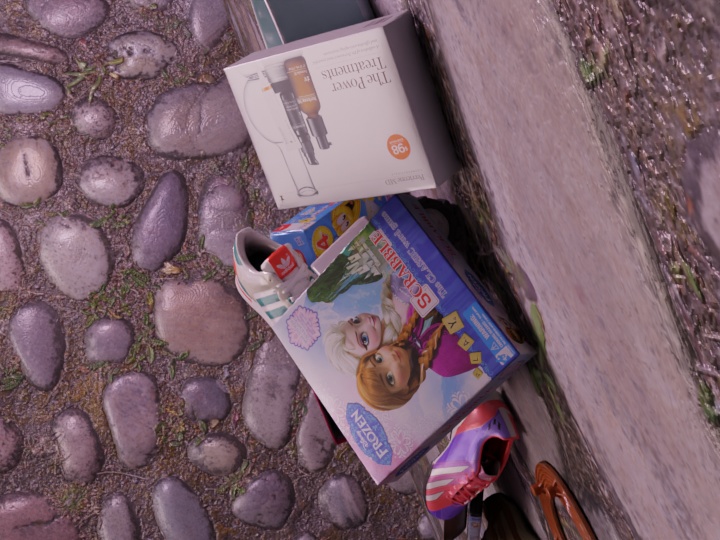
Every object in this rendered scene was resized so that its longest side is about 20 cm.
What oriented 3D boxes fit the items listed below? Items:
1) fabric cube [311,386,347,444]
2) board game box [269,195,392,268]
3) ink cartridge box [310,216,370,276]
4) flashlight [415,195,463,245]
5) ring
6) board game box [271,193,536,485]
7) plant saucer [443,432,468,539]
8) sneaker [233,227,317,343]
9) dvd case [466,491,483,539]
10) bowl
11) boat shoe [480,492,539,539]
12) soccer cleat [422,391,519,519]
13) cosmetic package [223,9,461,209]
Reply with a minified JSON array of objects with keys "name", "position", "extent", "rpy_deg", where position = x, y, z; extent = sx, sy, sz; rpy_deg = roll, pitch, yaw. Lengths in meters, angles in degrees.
[{"name":"fabric cube","position":[0.006,0.092,1.522],"extent":[0.197,0.199,0.200],"rpy_deg":[73,174,-51]},{"name":"board game box","position":[0.000,0.000,1.292],"extent":[0.056,0.196,0.201],"rpy_deg":[-4,115,39]},{"name":"ink cartridge box","position":[0.053,0.055,1.125],"extent":[0.200,0.084,0.146],"rpy_deg":[48,179,23]},{"name":"flashlight","position":[0.059,-0.043,1.141],"extent":[0.068,0.067,0.200],"rpy_deg":[65,174,-3]},{"name":"ring","position":[0.225,0.298,1.112],"extent":[0.200,0.019,0.201],"rpy_deg":[158,90,-84]},{"name":"board game box","position":[0.034,0.066,1.016],"extent":[0.200,0.200,0.041],"rpy_deg":[53,-155,22]},{"name":"plant saucer","position":[0.137,0.278,1.467],"extent":[0.200,0.032,0.202],"rpy_deg":[4,-90,-84]},{"name":"sneaker","position":[-0.074,0.026,1.149],"extent":[0.200,0.070,0.094],"rpy_deg":[40,156,30]},{"name":"dvd case","position":[0.153,0.290,1.392],"extent":[0.200,0.017,0.143],"rpy_deg":[84,-168,-56]},{"name":"bowl","position":[-0.040,-0.242,1.120],"extent":[0.201,0.105,0.202],"rpy_deg":[157,90,-84]},{"name":"boat shoe","position":[0.192,0.365,1.406],"extent":[0.200,0.073,0.076],"rpy_deg":[-128,17,-71]},{"name":"soccer cleat","position":[0.128,0.233,1.232],"extent":[0.073,0.068,0.201],"rpy_deg":[59,139,45]},{"name":"cosmetic package","position":[-0.019,-0.143,0.984],"extent":[0.199,0.052,0.151],"rpy_deg":[-5,116,40]}]
